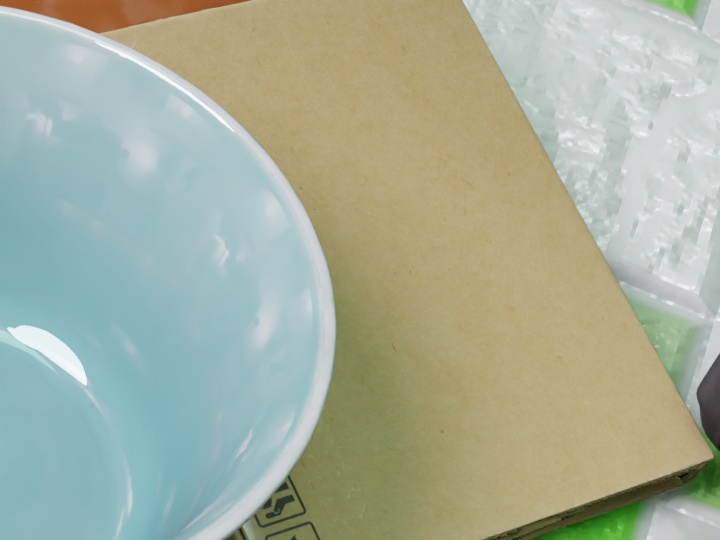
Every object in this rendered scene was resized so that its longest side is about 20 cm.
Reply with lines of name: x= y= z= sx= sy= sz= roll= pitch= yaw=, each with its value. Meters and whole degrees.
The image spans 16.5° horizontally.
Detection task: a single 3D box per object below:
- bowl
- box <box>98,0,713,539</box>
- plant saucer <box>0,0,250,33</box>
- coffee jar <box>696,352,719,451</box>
bowl: x=-0.114 y=0.032 z=0.676 sx=0.200 sy=0.105 sz=0.201 roll=8 pitch=50 yaw=-10
box: x=0.000 y=0.000 z=0.784 sx=0.163 sy=0.021 sz=0.200 roll=-16 pitch=66 yaw=-28
plant saucer: x=-0.105 y=-0.123 z=0.873 sx=0.200 sy=0.032 sz=0.201 roll=9 pitch=48 yaw=-10
coffee jar: x=0.202 y=0.075 z=0.762 sx=0.200 sy=0.085 sz=0.104 roll=45 pitch=39 yaw=20
